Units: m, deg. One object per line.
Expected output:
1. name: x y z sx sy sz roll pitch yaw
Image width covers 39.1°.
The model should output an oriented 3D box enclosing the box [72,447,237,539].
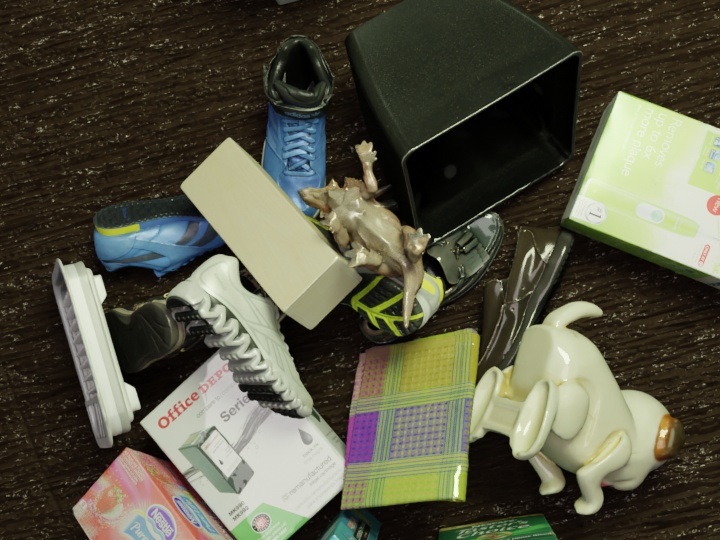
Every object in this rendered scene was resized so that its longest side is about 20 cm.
1. box: -0.197 0.291 1.056 0.095 0.103 0.200 -49 55 2

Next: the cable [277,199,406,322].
1. cable: -0.038 -0.029 1.140 0.199 0.050 0.097 -31 68 -9

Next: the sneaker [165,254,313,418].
1. sneaker: -0.102 0.069 1.007 0.200 0.075 0.081 54 56 -28

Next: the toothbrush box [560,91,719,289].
1. toothbrush box: 0.334 -0.081 1.077 0.199 0.086 0.146 23 90 4

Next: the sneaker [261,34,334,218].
1. sneaker: -0.070 -0.152 1.093 0.076 0.111 0.201 4 83 -3

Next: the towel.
1. towel: 0.053 0.151 1.048 0.143 0.023 0.201 -12 49 26

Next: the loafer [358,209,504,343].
1. loafer: 0.080 0.008 1.105 0.200 0.063 0.072 -43 85 2

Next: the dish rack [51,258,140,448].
1. dish rack: -0.284 0.088 1.092 0.043 0.172 0.201 -16 86 -20

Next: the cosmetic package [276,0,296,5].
1. cosmetic package: -0.073 -0.417 1.070 0.122 0.200 0.200 -14 86 4

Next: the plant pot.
1. plant pot: 0.092 -0.178 1.044 0.199 0.200 0.178 -30 65 -5

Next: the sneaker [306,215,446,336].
1. sneaker: 0.000 0.000 1.069 0.200 0.076 0.076 34 128 25

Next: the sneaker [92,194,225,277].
1. sneaker: -0.197 -0.039 1.140 0.199 0.066 0.079 -8 122 -5

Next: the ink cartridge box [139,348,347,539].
1. ink cartridge box: -0.118 0.189 1.102 0.146 0.084 0.200 -42 85 1

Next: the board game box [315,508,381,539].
1. board game box: -0.048 0.319 1.032 0.047 0.200 0.151 41 91 6

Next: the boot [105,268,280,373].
1. boot: -0.185 0.050 1.104 0.150 0.200 0.073 -19 88 -33

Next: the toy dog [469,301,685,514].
1. toy dog: 0.229 0.149 1.035 0.200 0.139 0.195 30 70 -23

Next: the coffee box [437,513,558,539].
1. coffee box: 0.136 0.286 1.019 0.122 0.200 0.044 -10 84 6

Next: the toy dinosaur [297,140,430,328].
1. toy dinosaur: 0.018 -0.035 0.998 0.086 0.136 0.200 -35 73 0

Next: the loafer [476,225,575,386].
1. loafer: 0.163 0.041 1.100 0.071 0.073 0.201 26 87 17

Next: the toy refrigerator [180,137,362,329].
1. toy refrigerator: -0.091 -0.038 1.030 0.076 0.070 0.200 -45 59 3
